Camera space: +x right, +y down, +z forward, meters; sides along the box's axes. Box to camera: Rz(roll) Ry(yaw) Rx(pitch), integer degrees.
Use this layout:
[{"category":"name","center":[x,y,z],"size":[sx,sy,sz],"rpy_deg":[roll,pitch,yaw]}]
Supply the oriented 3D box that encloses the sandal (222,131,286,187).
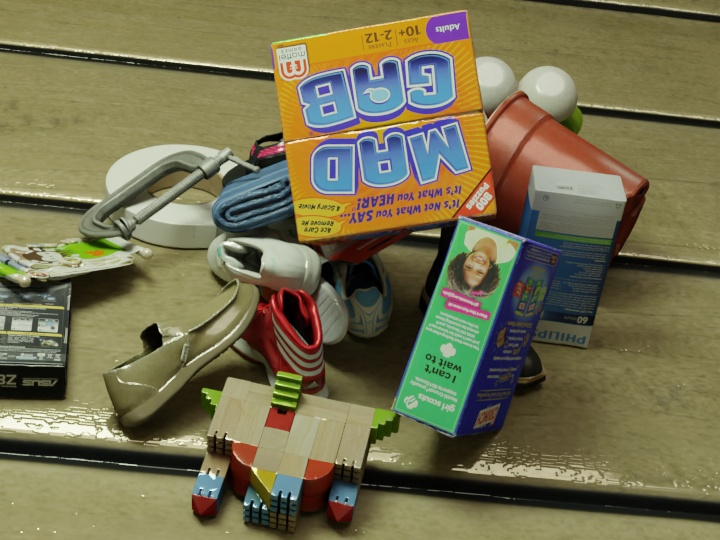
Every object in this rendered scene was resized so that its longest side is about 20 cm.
[{"category":"sandal","center":[-0.093,-0.157,1.718],"size":[0.199,0.045,0.075],"rpy_deg":[-29,36,-18]}]

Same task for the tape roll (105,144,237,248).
[{"category":"tape roll","center":[-0.222,-0.096,1.712],"size":[0.201,0.037,0.203],"rpy_deg":[6,34,-4]}]

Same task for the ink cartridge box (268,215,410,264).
[{"category":"ink cartridge box","center":[-0.024,-0.059,1.598],"size":[0.109,0.051,0.200],"rpy_deg":[-30,21,-26]}]

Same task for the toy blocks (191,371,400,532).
[{"category":"toy blocks","center":[-0.072,0.183,1.288],"size":[0.199,0.100,0.137],"rpy_deg":[11,45,4]}]

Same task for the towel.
[{"category":"towel","center":[-0.114,-0.083,1.565],"size":[0.111,0.049,0.200],"rpy_deg":[-20,11,1]}]

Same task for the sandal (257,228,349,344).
[{"category":"sandal","center":[-0.054,0.025,1.533],"size":[0.059,0.080,0.207],"rpy_deg":[5,25,-35]}]

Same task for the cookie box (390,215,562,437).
[{"category":"cookie box","center":[0.120,0.058,1.354],"size":[0.075,0.201,0.171],"rpy_deg":[20,3,21]}]

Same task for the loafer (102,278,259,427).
[{"category":"loafer","center":[-0.181,0.071,1.373],"size":[0.200,0.068,0.076],"rpy_deg":[-47,17,-28]}]

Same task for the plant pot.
[{"category":"plant pot","center":[0.238,-0.090,1.677],"size":[0.195,0.202,0.201],"rpy_deg":[29,38,17]}]

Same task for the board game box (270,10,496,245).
[{"category":"board game box","center":[0.031,-0.140,1.415],"size":[0.199,0.201,0.200],"rpy_deg":[-9,0,6]}]

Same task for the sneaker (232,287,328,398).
[{"category":"sneaker","center":[-0.088,0.047,1.451],"size":[0.078,0.116,0.200],"rpy_deg":[-16,40,-32]}]

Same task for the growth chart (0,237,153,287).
[{"category":"growth chart","center":[-0.339,-0.016,1.534],"size":[0.144,0.018,0.199],"rpy_deg":[16,21,40]}]

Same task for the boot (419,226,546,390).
[{"category":"boot","center":[0.138,0.028,1.510],"size":[0.077,0.139,0.200],"rpy_deg":[-18,42,-34]}]

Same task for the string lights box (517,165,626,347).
[{"category":"string lights box","center":[0.226,-0.013,1.533],"size":[0.102,0.201,0.059],"rpy_deg":[8,33,-2]}]

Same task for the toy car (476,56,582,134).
[{"category":"toy car","center":[0.204,-0.191,1.865],"size":[0.199,0.175,0.151],"rpy_deg":[9,68,1]}]

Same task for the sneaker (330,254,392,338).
[{"category":"sneaker","center":[0.000,0.000,1.583],"size":[0.071,0.073,0.200],"rpy_deg":[0,31,-10]}]

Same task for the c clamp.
[{"category":"c clamp","center":[-0.236,-0.092,1.592],"size":[0.200,0.027,0.171],"rpy_deg":[-36,32,-15]}]

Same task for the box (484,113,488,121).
[{"category":"box","center":[0.064,-0.160,1.735],"size":[0.199,0.078,0.095],"rpy_deg":[-28,15,1]}]

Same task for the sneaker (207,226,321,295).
[{"category":"sneaker","center":[-0.131,-0.017,1.518],"size":[0.088,0.076,0.200],"rpy_deg":[9,0,-37]}]

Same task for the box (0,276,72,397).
[{"category":"box","center":[-0.405,0.065,1.417],"size":[0.199,0.049,0.162],"rpy_deg":[1,35,-11]}]
